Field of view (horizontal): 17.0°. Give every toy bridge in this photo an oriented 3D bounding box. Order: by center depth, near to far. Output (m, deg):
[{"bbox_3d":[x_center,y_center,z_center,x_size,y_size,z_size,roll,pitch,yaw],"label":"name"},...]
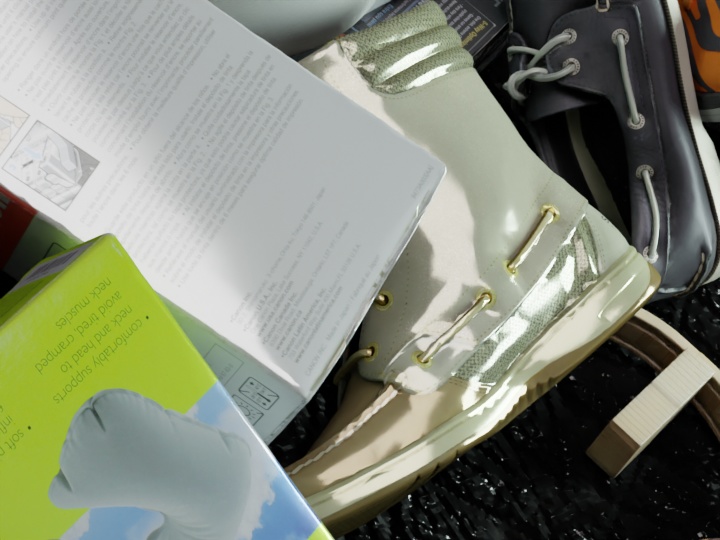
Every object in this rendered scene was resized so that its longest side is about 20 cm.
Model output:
[{"bbox_3d":[0.119,0.056,0.970,0.200,0.027,0.067,43,46,10],"label":"toy bridge"}]

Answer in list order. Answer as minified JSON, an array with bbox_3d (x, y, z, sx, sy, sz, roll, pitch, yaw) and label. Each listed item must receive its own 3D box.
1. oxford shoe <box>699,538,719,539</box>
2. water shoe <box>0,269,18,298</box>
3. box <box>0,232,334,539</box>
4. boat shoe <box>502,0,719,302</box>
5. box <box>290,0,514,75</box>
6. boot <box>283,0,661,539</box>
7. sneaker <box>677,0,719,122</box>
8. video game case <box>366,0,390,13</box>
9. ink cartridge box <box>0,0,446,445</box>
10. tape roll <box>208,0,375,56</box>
[{"bbox_3d":[0.117,0.162,0.849,0.071,0.073,0.200,30,45,-1],"label":"oxford shoe"},{"bbox_3d":[-0.080,0.087,0.804,0.071,0.079,0.200,-28,70,-40],"label":"water shoe"},{"bbox_3d":[-0.067,0.105,0.738,0.200,0.048,0.122,54,51,-12],"label":"box"},{"bbox_3d":[0.095,-0.080,1.003,0.063,0.073,0.200,-24,95,-38],"label":"boat shoe"},{"bbox_3d":[-0.018,-0.127,1.035,0.158,0.050,0.200,38,46,5],"label":"box"},{"bbox_3d":[0.000,0.000,0.892,0.200,0.072,0.155,-36,89,-30],"label":"boot"},{"bbox_3d":[0.132,-0.138,1.037,0.112,0.078,0.200,55,-4,-27],"label":"sneaker"},{"bbox_3d":[-0.077,-0.159,0.982,0.182,0.023,0.200,46,49,14],"label":"video game case"},{"bbox_3d":[-0.082,-0.043,0.810,0.200,0.050,0.109,34,58,-4],"label":"ink cartridge box"},{"bbox_3d":[-0.057,-0.198,0.913,0.202,0.139,0.203,12,50,-15],"label":"tape roll"}]
